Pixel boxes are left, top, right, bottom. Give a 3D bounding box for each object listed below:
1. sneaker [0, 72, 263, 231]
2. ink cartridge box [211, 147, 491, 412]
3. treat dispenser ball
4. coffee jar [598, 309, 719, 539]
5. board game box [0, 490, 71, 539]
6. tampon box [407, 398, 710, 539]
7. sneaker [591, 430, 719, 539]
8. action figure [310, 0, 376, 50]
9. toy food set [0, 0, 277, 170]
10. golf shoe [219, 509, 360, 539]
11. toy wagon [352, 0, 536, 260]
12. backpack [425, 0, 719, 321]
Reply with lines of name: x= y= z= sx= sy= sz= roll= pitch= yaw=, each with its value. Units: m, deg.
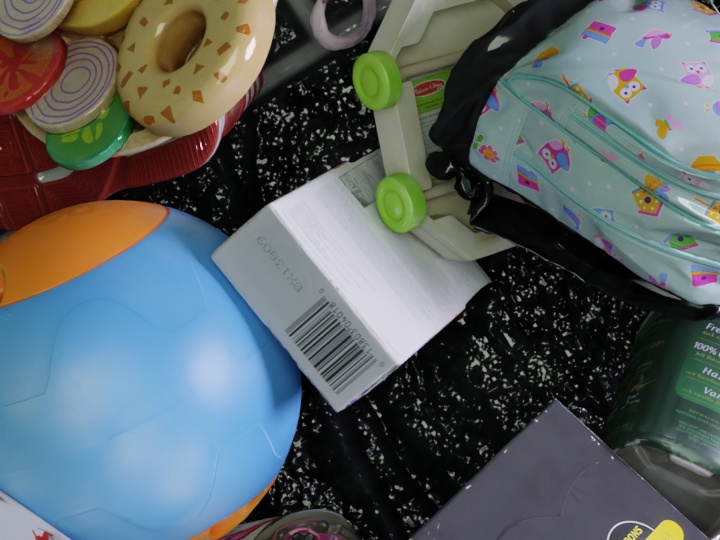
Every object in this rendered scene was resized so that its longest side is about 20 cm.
sneaker: x=-0.140 y=-0.081 z=1.496 sx=0.199 sy=0.115 sz=0.079 roll=-7 pitch=107 yaw=30
ink cartridge box: x=0.000 y=0.000 z=1.437 sx=0.050 sy=0.200 sz=0.109 roll=-40 pitch=88 yaw=21
treat dispenser ball: x=-0.132 y=0.062 z=1.419 sx=0.200 sy=0.201 sz=0.202 roll=0 pitch=88 yaw=0
coffee jar: x=0.196 y=0.045 z=1.436 sx=0.085 sy=0.104 sz=0.201 roll=25 pitch=60 yaw=-2
board game box: x=-0.152 y=0.199 z=1.369 sx=0.200 sy=0.127 sz=0.035 roll=33 pitch=50 yaw=14
tampon box: x=0.069 y=0.198 z=1.379 sx=0.126 sy=0.200 sz=0.150 roll=42 pitch=46 yaw=8
sneaker: x=0.211 y=0.144 z=1.482 sx=0.112 sy=0.071 sz=0.200 roll=-42 pitch=90 yaw=-2
action figure: x=-0.026 y=-0.252 z=1.498 sx=0.200 sy=0.134 sz=0.149 roll=40 pitch=124 yaw=8
toy food set: x=-0.128 y=-0.151 z=1.403 sx=0.197 sy=0.049 sz=0.201 roll=-13 pitch=66 yaw=28
golf shoe: x=-0.092 y=0.191 z=1.469 sx=0.199 sy=0.092 sz=0.073 roll=-18 pitch=96 yaw=-5
toy wagon: x=0.063 y=-0.111 z=1.460 sx=0.155 sy=0.039 sz=0.201 roll=-18 pitch=101 yaw=-36
backpack: x=0.156 y=-0.069 z=1.376 sx=0.200 sy=0.127 sz=0.167 roll=38 pitch=59 yaw=23
